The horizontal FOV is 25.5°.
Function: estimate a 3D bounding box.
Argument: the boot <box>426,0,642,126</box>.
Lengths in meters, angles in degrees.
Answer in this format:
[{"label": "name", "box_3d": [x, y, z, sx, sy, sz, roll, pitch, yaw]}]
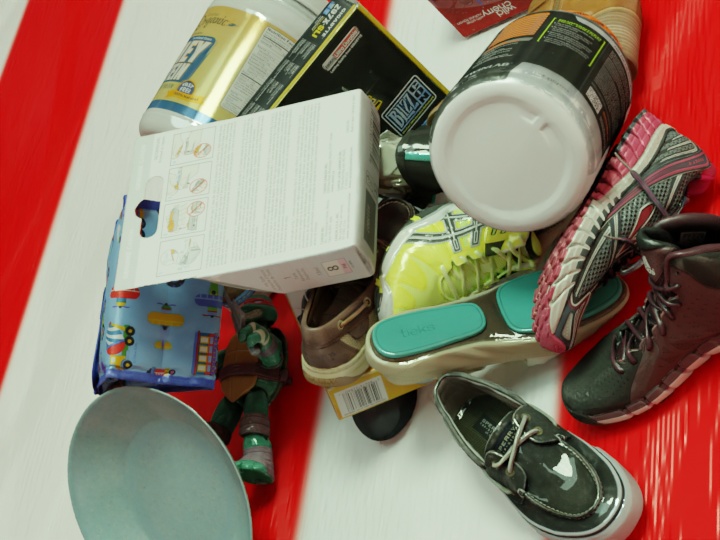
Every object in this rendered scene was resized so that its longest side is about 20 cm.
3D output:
[{"label": "boot", "box_3d": [0.147, -0.194, 1.357, 0.200, 0.077, 0.155, -27, 41, 31]}]

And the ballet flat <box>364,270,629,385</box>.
[{"label": "ballet flat", "box_3d": [0.103, 0.047, 1.188, 0.200, 0.070, 0.070, -11, 44, 3]}]

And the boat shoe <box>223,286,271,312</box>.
[{"label": "boat shoe", "box_3d": [-0.075, -0.052, 1.478, 0.200, 0.072, 0.072, -53, 35, -2]}]

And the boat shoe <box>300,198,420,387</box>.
[{"label": "boat shoe", "box_3d": [0.000, 0.000, 1.255, 0.072, 0.072, 0.200, 4, 43, 27]}]

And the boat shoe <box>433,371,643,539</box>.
[{"label": "boat shoe", "box_3d": [0.112, 0.131, 1.108, 0.072, 0.071, 0.200, -54, 36, -5]}]

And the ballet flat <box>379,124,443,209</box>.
[{"label": "ballet flat", "box_3d": [0.041, -0.090, 1.310, 0.200, 0.068, 0.068, 146, 124, -82]}]

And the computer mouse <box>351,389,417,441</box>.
[{"label": "computer mouse", "box_3d": [0.008, 0.060, 1.320, 0.059, 0.034, 0.200, -36, 37, 21]}]

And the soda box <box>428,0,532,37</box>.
[{"label": "soda box", "box_3d": [0.156, -0.285, 1.434, 0.200, 0.070, 0.063, -18, 47, 37]}]

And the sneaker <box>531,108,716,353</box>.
[{"label": "sneaker", "box_3d": [0.186, -0.024, 1.136, 0.200, 0.075, 0.081, -56, -4, -20]}]

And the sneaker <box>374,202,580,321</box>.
[{"label": "sneaker", "box_3d": [0.093, -0.020, 1.229, 0.200, 0.075, 0.076, -41, 37, -16]}]

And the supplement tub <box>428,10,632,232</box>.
[{"label": "supplement tub", "box_3d": [0.134, -0.120, 1.186, 0.122, 0.123, 0.200, -27, 13, 30]}]

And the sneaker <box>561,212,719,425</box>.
[{"label": "sneaker", "box_3d": [0.197, 0.020, 1.074, 0.200, 0.115, 0.076, -35, 38, 21]}]

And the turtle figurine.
[{"label": "turtle figurine", "box_3d": [-0.106, 0.085, 1.368, 0.150, 0.101, 0.200, -28, 51, 51]}]

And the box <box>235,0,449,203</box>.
[{"label": "box", "box_3d": [-0.023, -0.116, 1.403, 0.200, 0.160, 0.049, -50, 36, -1]}]

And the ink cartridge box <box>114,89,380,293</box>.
[{"label": "ink cartridge box", "box_3d": [-0.085, -0.053, 1.250, 0.200, 0.057, 0.163, -13, 50, 19]}]

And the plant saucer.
[{"label": "plant saucer", "box_3d": [-0.157, 0.187, 1.312, 0.201, 0.039, 0.201, 10, 108, 34]}]

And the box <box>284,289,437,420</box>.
[{"label": "box", "box_3d": [0.006, 0.029, 1.308, 0.119, 0.042, 0.200, -22, 35, -3]}]

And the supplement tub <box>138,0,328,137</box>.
[{"label": "supplement tub", "box_3d": [-0.113, -0.183, 1.576, 0.145, 0.145, 0.200, 10, 67, 51]}]

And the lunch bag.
[{"label": "lunch bag", "box_3d": [-0.187, 0.030, 1.369, 0.200, 0.094, 0.151, 159, 117, -68]}]
